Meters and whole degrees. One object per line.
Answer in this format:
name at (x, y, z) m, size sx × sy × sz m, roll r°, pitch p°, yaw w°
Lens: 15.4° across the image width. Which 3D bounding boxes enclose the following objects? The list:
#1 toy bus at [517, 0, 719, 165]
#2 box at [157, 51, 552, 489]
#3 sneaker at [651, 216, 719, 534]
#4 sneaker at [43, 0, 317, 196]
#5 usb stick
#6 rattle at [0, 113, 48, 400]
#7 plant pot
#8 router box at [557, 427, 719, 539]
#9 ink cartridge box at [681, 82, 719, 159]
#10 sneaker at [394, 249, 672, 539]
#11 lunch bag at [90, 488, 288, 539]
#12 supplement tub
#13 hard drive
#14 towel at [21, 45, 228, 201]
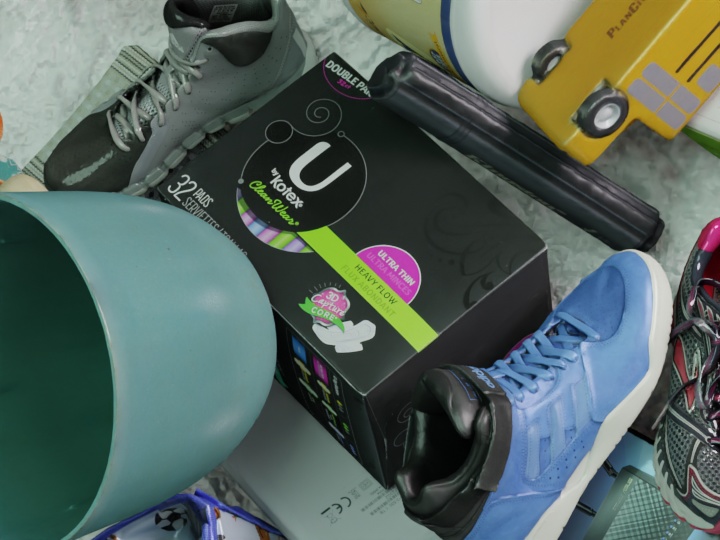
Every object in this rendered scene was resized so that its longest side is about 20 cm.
toy bus at (0.184, -0.147, 1.534) m, size 0.200 × 0.078 × 0.065 m, roll -50°, pitch 44°, yaw 11°
box at (0.000, 0.000, 1.612) m, size 0.148 × 0.125 × 0.200 m, roll -39°, pitch 61°, yaw -15°
sneaker at (0.204, 0.061, 1.510) m, size 0.080 × 0.075 × 0.201 m, roll -1°, pitch 52°, yaw 2°
sneaker at (-0.128, -0.125, 1.706) m, size 0.199 × 0.116 × 0.075 m, roll -32°, pitch 59°, yaw -7°
usb stick at (0.092, -0.069, 1.585) m, size 0.033 × 0.199 × 0.055 m, roll -64°, pitch 18°, yaw -14°
rattle at (-0.222, 0.013, 1.673) m, size 0.143 × 0.130 × 0.200 m, roll -42°, pitch 84°, yaw -2°
plant pot at (-0.146, 0.047, 1.519) m, size 0.200 × 0.160 × 0.202 m, roll 9°, pitch 103°, yaw 42°
router box at (0.132, 0.190, 1.556) m, size 0.149 × 0.062 × 0.201 m, roll 28°, pitch 88°, yaw 30°
ink cartridge box at (0.234, -0.143, 1.599) m, size 0.200 × 0.076 × 0.148 m, roll 29°, pitch 89°, yaw 49°
sneaker at (0.093, 0.066, 1.504) m, size 0.077 × 0.111 × 0.201 m, roll 32°, pitch 93°, yaw 53°
lunch bag at (-0.120, 0.231, 1.600) m, size 0.124 × 0.170 × 0.200 m, roll 36°, pitch 89°, yaw 25°
supplement tub at (0.068, -0.194, 1.625) m, size 0.145 × 0.144 × 0.200 m, roll -56°, pitch 41°, yaw 1°
hard drive at (-0.012, 0.104, 1.637) m, size 0.132 × 0.026 × 0.200 m, roll -35°, pitch 61°, yaw -19°
towel at (-0.162, -0.026, 1.767) m, size 0.200 × 0.035 × 0.193 m, roll -48°, pitch 63°, yaw 6°
